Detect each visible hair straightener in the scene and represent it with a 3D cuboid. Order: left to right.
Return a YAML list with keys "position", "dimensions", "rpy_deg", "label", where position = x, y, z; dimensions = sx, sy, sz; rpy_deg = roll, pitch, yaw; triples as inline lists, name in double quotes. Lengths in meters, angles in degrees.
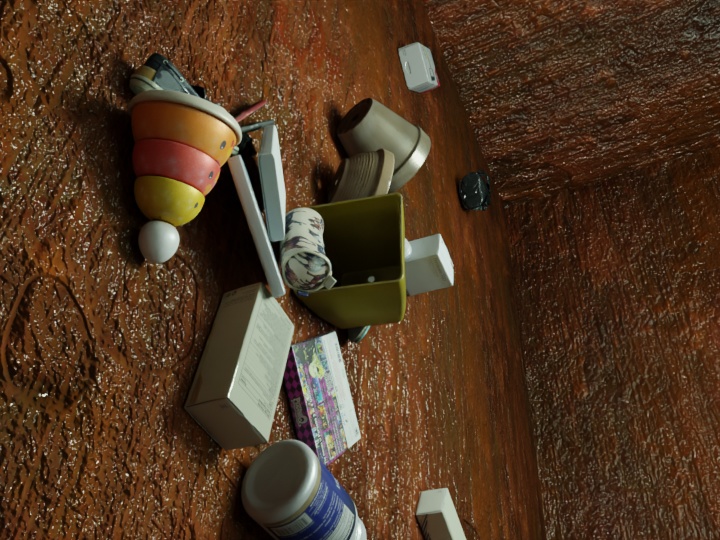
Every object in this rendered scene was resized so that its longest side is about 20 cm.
- position: [-0.185, -0.227, 1.102]
  dimensions: [0.201, 0.040, 0.078]
  rpy_deg: [-70, 141, -65]
  label: "hair straightener"

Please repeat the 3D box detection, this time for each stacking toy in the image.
- position: [-0.235, -0.107, 0.829]
  dimensions: [0.146, 0.143, 0.204]
  rpy_deg: [31, 66, -61]
  label: "stacking toy"

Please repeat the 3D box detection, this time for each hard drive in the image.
- position: [-0.140, -0.146, 1.063]
  dimensions: [0.201, 0.026, 0.134]
  rpy_deg: [-105, -171, -66]
  label: "hard drive"

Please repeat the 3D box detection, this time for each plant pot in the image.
- position: [-0.011, -0.170, 1.395]
  dimensions: [0.091, 0.202, 0.203]
  rpy_deg: [19, 45, -13]
  label: "plant pot"
- position: [0.000, 0.000, 1.252]
  dimensions: [0.178, 0.196, 0.203]
  rpy_deg: [67, 19, -51]
  label: "plant pot"
- position: [0.041, -0.307, 1.577]
  dimensions: [0.173, 0.198, 0.202]
  rpy_deg: [43, 35, -28]
  label: "plant pot"

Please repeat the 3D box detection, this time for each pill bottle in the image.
- position: [-0.072, 0.338, 0.926]
  dimensions: [0.117, 0.114, 0.202]
  rpy_deg: [-81, 150, -46]
  label: "pill bottle"

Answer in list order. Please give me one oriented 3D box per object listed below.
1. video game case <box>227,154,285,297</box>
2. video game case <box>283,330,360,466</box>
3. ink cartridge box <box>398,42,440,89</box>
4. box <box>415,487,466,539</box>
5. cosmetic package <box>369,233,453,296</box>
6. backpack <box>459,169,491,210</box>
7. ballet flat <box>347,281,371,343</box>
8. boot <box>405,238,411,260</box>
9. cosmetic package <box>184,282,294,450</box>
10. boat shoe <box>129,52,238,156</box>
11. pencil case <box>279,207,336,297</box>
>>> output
- position: [-0.155, -0.068, 0.998]
  dimensions: [0.182, 0.022, 0.204]
  rpy_deg: [-145, -143, -80]
  label: "video game case"
- position: [-0.066, 0.216, 1.130]
  dimensions: [0.181, 0.035, 0.204]
  rpy_deg: [-10, 85, -69]
  label: "video game case"
- position: [0.217, -0.739, 2.425]
  dimensions: [0.200, 0.084, 0.151]
  rpy_deg: [-31, 106, -70]
  label: "ink cartridge box"
- position: [0.191, 0.602, 1.498]
  dimensions: [0.082, 0.067, 0.203]
  rpy_deg: [-53, 125, -65]
  label: "box"
- position: [0.099, -0.001, 1.469]
  dimensions: [0.102, 0.197, 0.075]
  rpy_deg: [59, 28, -35]
  label: "cosmetic package"
- position: [0.484, -0.327, 2.790]
  dimensions: [0.199, 0.124, 0.171]
  rpy_deg: [2, 86, -69]
  label: "backpack"
- position: [-0.004, 0.082, 1.368]
  dimensions: [0.064, 0.067, 0.200]
  rpy_deg: [43, 26, -6]
  label: "ballet flat"
- position: [0.040, -0.103, 1.451]
  dimensions: [0.200, 0.073, 0.096]
  rpy_deg: [41, -17, 47]
  label: "boot"
- position: [-0.158, 0.127, 0.901]
  dimensions: [0.202, 0.070, 0.106]
  rpy_deg: [-80, 148, -48]
  label: "cosmetic package"
- position: [-0.234, -0.225, 0.926]
  dimensions: [0.200, 0.074, 0.063]
  rpy_deg: [40, 69, -51]
  label: "boat shoe"
- position: [-0.092, -0.037, 1.098]
  dimensions: [0.089, 0.078, 0.201]
  rpy_deg: [42, 15, -23]
  label: "pencil case"
